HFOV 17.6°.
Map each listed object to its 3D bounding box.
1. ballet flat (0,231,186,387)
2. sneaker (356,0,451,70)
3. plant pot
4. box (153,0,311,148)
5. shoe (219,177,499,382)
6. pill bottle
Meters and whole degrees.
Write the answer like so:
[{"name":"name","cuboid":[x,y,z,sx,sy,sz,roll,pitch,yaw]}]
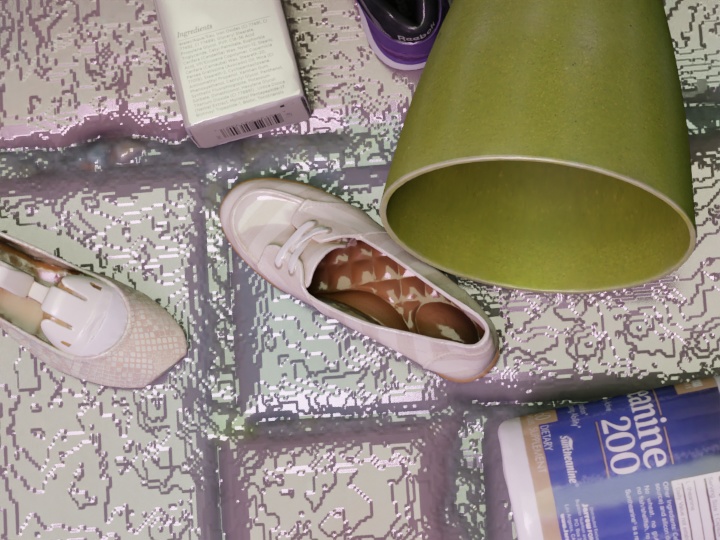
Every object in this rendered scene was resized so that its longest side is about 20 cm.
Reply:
[{"name":"ballet flat","cuboid":[-0.204,0.017,1.444,0.199,0.062,0.068,24,84,7]},{"name":"sneaker","cuboid":[0.004,-0.228,1.450,0.075,0.088,0.201,-27,80,0]},{"name":"plant pot","cuboid":[0.115,-0.115,1.394,0.186,0.187,0.201,5,67,5]},{"name":"box","cuboid":[-0.093,-0.186,1.462,0.082,0.068,0.201,-14,80,2]},{"name":"shoe","cuboid":[0.000,0.000,1.434,0.199,0.053,0.070,30,85,8]},{"name":"pill bottle","cuboid":[0.187,0.124,1.371,0.199,0.111,0.112,-12,81,3]}]
